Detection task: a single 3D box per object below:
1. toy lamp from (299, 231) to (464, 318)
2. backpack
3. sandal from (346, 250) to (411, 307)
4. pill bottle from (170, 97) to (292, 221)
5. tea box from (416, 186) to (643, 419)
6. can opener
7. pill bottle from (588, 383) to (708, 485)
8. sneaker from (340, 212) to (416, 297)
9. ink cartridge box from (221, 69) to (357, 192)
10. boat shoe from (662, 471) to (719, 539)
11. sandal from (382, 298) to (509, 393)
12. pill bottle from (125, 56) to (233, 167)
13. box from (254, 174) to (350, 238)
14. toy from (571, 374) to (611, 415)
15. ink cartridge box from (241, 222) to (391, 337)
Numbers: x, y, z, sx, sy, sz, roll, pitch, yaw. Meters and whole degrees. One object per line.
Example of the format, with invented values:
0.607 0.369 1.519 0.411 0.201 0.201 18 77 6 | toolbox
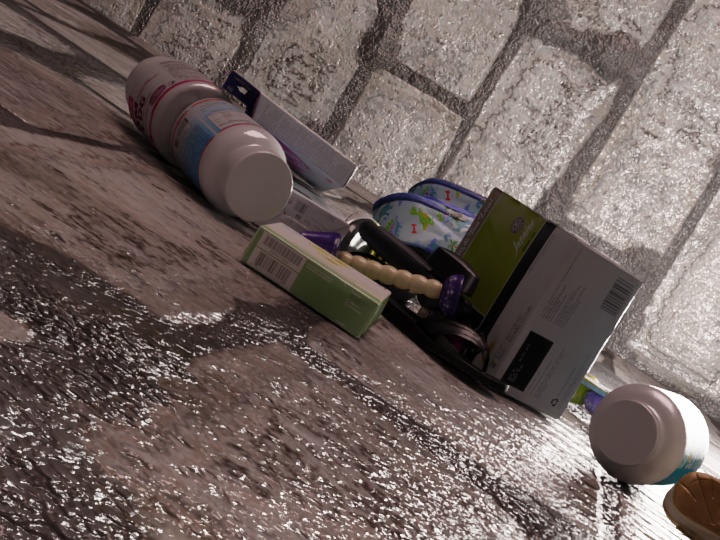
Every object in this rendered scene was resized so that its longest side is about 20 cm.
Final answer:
0.020 0.000 1.424 0.197 0.059 0.058 16 6 1 | toy lamp
0.109 -0.050 1.852 0.197 0.149 0.183 20 -17 -17 | backpack
0.000 0.000 1.523 0.199 0.043 0.076 26 9 -45 | sandal
-0.152 -0.130 1.471 0.108 0.110 0.200 28 8 -31 | pill bottle
0.202 0.037 1.519 0.133 0.202 0.197 27 9 -34 | tea box
0.070 -0.004 1.521 0.199 0.079 0.063 37 -2 41 | can opener
0.325 0.188 1.400 0.110 0.112 0.199 35 8 26 | pill bottle
0.031 -0.018 1.666 0.084 0.075 0.199 37 8 31 | sneaker
-0.106 -0.178 1.625 0.199 0.044 0.196 36 -4 -9 | ink cartridge box
0.403 0.278 1.281 0.199 0.074 0.069 34 -23 3 | boat shoe
0.098 0.074 1.423 0.200 0.048 0.075 37 7 38 | sandal
-0.244 -0.214 1.631 0.113 0.114 0.200 28 8 -31 | pill bottle
-0.096 -0.085 1.617 0.116 0.061 0.200 30 7 -23 | box
0.332 0.180 1.766 0.114 0.048 0.200 30 3 3 | toy
-0.037 0.005 1.309 0.144 0.048 0.200 33 9 5 | ink cartridge box
